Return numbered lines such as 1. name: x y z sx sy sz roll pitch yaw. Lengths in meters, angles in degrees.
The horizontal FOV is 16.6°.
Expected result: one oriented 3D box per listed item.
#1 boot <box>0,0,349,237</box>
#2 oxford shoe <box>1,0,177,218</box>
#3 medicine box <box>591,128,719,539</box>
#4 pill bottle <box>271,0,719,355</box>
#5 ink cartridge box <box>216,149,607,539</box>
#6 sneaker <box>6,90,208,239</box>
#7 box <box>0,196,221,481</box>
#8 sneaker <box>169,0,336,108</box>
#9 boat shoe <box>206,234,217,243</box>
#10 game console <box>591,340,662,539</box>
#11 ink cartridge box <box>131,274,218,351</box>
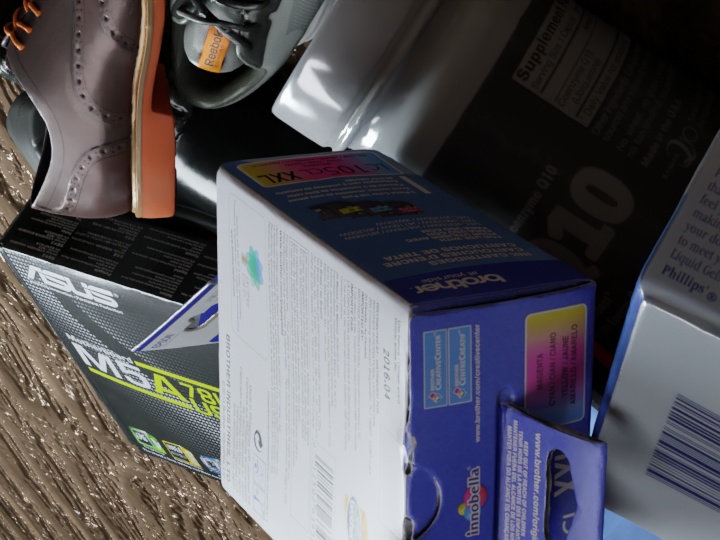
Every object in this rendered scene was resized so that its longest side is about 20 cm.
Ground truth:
1. boot: -0.085 -0.083 1.168 0.211 0.080 0.158 4 145 50
2. oxford shoe: -0.120 -0.112 1.063 0.071 0.072 0.201 -109 15 -65
3. medicine box: 0.168 -0.013 0.827 0.103 0.200 0.182 27 157 11
4. pill bottle: 0.072 -0.050 0.990 0.199 0.113 0.113 32 158 -3
5. ink cartridge box: 0.018 0.050 0.871 0.200 0.076 0.137 -142 48 -60
6. sneaker: -0.112 -0.036 1.337 0.200 0.076 0.091 48 164 -27
7. box: -0.070 0.053 1.285 0.199 0.048 0.193 17 153 31
8. sneaker: -0.040 -0.127 1.020 0.074 0.080 0.200 31 157 5
9. boat shoe: -0.015 0.024 1.310 0.075 0.074 0.200 1 143 52
10. game console: 0.082 0.108 0.975 0.200 0.119 0.172 40 174 8
11. ink cartridge box: 0.000 0.000 1.116 0.199 0.037 0.095 -8 164 -30
